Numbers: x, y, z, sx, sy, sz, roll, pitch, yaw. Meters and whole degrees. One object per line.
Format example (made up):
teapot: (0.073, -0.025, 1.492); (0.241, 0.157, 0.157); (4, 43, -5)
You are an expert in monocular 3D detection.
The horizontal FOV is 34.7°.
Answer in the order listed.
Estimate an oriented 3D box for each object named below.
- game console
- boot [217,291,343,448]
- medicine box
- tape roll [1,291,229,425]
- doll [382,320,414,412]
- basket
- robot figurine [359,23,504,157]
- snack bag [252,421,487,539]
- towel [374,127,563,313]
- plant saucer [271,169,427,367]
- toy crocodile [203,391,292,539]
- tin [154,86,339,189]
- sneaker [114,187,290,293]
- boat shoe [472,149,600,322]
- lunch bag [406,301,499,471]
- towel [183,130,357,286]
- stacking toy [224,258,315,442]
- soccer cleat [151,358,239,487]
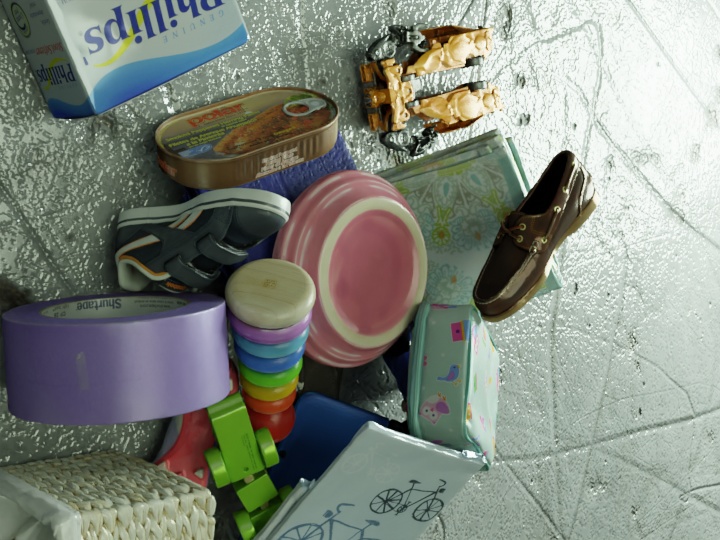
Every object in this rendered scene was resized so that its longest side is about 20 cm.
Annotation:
game console: (-0.026, 0.234, 1.260); (0.202, 0.117, 0.170); (-66, 165, 7)
boot: (-0.080, 0.118, 1.221); (0.198, 0.069, 0.177); (16, 86, -36)
medicine box: (-0.227, -0.267, 1.055); (0.181, 0.102, 0.202); (-33, 112, -30)
tape roll: (-0.217, 0.073, 1.032); (0.198, 0.199, 0.086); (-6, 97, -36)
doll: (0.038, 0.060, 1.294); (0.202, 0.048, 0.137); (66, 31, -32)
basket: (-0.245, 0.280, 1.038); (0.159, 0.199, 0.202); (-5, 97, -42)
robot figurine: (0.078, -0.211, 1.314); (0.198, 0.058, 0.147); (-19, 105, -35)
snack bag: (0.007, 0.232, 1.147); (0.187, 0.021, 0.201); (22, 115, -40)
towel: (0.120, -0.045, 1.304); (0.202, 0.169, 0.048); (66, 23, -18)
plant saucer: (0.000, 0.000, 1.177); (0.199, 0.050, 0.204); (-7, 100, -42)
toy crocodile: (-0.108, 0.206, 1.134); (0.067, 0.062, 0.202); (-25, 118, -12)
tin: (-0.111, -0.134, 1.149); (0.198, 0.112, 0.042); (-23, 135, -32)
sneaker: (-0.148, -0.022, 1.072); (0.078, 0.198, 0.081); (25, 63, -49)
boat shoe: (0.176, -0.039, 1.213); (0.201, 0.070, 0.071); (-53, 128, -21)
lunch bag: (0.102, 0.125, 1.240); (0.200, 0.076, 0.163); (57, 34, -65)
towel: (-0.079, -0.059, 1.192); (0.199, 0.049, 0.149); (-28, 93, -36)
stacking toy: (-0.091, 0.090, 1.118); (0.085, 0.085, 0.202); (-24, 139, -32)
soccer cleat: (-0.174, 0.178, 1.163); (0.066, 0.076, 0.202); (22, 95, -3)
